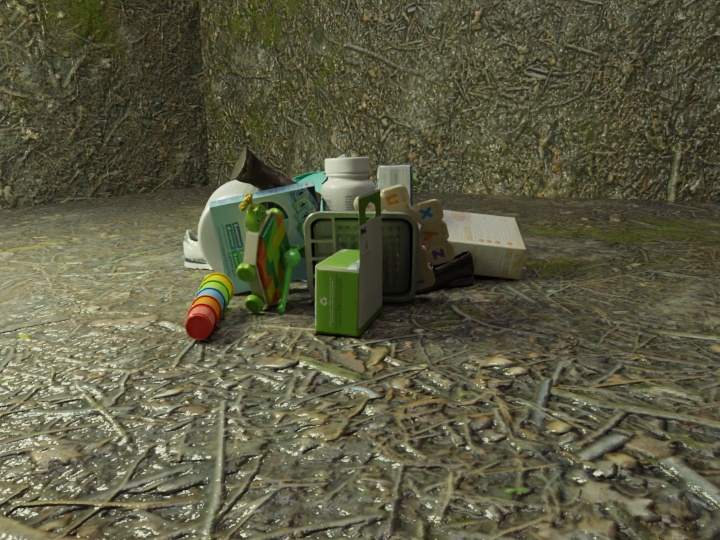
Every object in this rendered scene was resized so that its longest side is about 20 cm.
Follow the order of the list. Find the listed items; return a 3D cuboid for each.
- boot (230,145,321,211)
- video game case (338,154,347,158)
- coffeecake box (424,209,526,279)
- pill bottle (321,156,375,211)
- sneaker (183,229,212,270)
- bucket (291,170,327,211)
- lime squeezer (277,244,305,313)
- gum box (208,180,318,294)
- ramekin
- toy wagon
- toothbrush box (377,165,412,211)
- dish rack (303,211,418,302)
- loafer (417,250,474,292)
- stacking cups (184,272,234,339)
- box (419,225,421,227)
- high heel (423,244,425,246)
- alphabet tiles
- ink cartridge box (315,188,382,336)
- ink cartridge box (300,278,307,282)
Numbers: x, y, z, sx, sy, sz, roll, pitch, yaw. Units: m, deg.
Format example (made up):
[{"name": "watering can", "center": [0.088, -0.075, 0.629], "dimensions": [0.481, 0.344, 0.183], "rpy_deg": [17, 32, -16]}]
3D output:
[{"name": "boot", "center": [-0.151, -0.161, 1.243], "dimensions": [0.197, 0.065, 0.187], "rpy_deg": [30, 9, -14]}, {"name": "video game case", "center": [-0.015, -0.152, 1.528], "dimensions": [0.021, 0.187, 0.200], "rpy_deg": [-20, -12, -8]}, {"name": "coffeecake box", "center": [0.235, -0.059, 1.356], "dimensions": [0.193, 0.075, 0.155], "rpy_deg": [6, 29, 1]}, {"name": "pill bottle", "center": [-0.023, -0.126, 1.314], "dimensions": [0.109, 0.207, 0.113], "rpy_deg": [-2, 10, 0]}, {"name": "sneaker", "center": [-0.309, -0.045, 1.445], "dimensions": [0.193, 0.083, 0.076], "rpy_deg": [3, 10, 10]}, {"name": "bucket", "center": [-0.126, -0.132, 1.560], "dimensions": [0.130, 0.214, 0.207], "rpy_deg": [-7, 11, 7]}, {"name": "lime squeezer", "center": [-0.100, -0.016, 1.130], "dimensions": [0.037, 0.071, 0.201], "rpy_deg": [-25, 19, 40]}, {"name": "gum box", "center": [-0.167, -0.061, 1.199], "dimensions": [0.194, 0.175, 0.045], "rpy_deg": [-12, 22, -6]}, {"name": "ramekin", "center": [-0.239, -0.078, 1.319], "dimensions": [0.193, 0.207, 0.098], "rpy_deg": [0, 18, 2]}, {"name": "toy wagon", "center": [-0.162, -0.036, 1.083], "dimensions": [0.038, 0.204, 0.157], "rpy_deg": [6, 43, 14]}, {"name": "toothbrush box", "center": [0.080, -0.140, 1.529], "dimensions": [0.082, 0.151, 0.201], "rpy_deg": [0, -17, 1]}, {"name": "dish rack", "center": [0.003, -0.028, 1.112], "dimensions": [0.193, 0.176, 0.044], "rpy_deg": [1, 29, 4]}, {"name": "loafer", "center": [0.136, 0.000, 1.243], "dimensions": [0.195, 0.065, 0.071], "rpy_deg": [-7, 15, -28]}, {"name": "stacking cups", "center": [-0.239, 0.062, 1.020], "dimensions": [0.058, 0.063, 0.201], "rpy_deg": [-2, 17, -5]}, {"name": "box", "center": [0.149, -0.089, 1.532], "dimensions": [0.037, 0.043, 0.200], "rpy_deg": [-8, -14, 5]}, {"name": "high heel", "center": [0.085, -0.043, 1.415], "dimensions": [0.194, 0.069, 0.096], "rpy_deg": [16, -3, -13]}, {"name": "alphabet tiles", "center": [0.062, -0.049, 1.128], "dimensions": [0.190, 0.204, 0.015], "rpy_deg": [-15, 28, 13]}, {"name": "ink cartridge box", "center": [-0.015, -0.019, 1.000], "dimensions": [0.073, 0.207, 0.148], "rpy_deg": [3, 12, 15]}, {"name": "ink cartridge box", "center": [0.000, 0.000, 1.312], "dimensions": [0.193, 0.045, 0.197], "rpy_deg": [-12, 18, -42]}]
